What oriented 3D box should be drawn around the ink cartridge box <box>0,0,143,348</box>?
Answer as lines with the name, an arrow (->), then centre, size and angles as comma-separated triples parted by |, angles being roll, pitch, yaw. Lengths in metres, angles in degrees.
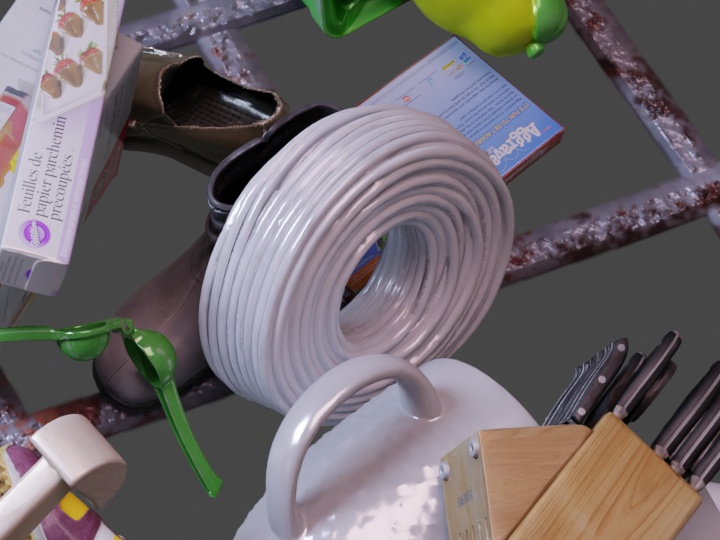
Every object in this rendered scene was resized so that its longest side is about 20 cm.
ink cartridge box -> -0.215, -0.042, 1.506 | 0.083, 0.145, 0.200 | 27, 56, 4

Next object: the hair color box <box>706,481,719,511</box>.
hair color box -> 0.275, 0.193, 1.499 | 0.200, 0.061, 0.099 | 10, 57, -5

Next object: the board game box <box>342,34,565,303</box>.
board game box -> 0.029, -0.067, 1.647 | 0.103, 0.019, 0.200 | 42, 59, 18

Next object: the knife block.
knife block -> 0.136, 0.134, 1.344 | 0.175, 0.064, 0.200 | -1, 72, -18

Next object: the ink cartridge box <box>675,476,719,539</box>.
ink cartridge box -> 0.153, 0.246, 1.389 | 0.200, 0.043, 0.196 | -32, 96, -23

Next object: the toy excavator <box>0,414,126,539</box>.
toy excavator -> -0.209, 0.179, 1.327 | 0.194, 0.200, 0.100 | -34, 70, -27

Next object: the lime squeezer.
lime squeezer -> -0.151, 0.056, 1.465 | 0.200, 0.071, 0.038 | 29, 7, -26

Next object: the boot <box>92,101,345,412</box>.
boot -> -0.086, -0.014, 1.512 | 0.070, 0.132, 0.200 | 38, 68, 15

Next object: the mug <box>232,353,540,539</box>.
mug -> 0.009, 0.135, 1.406 | 0.175, 0.200, 0.148 | -34, 39, -25

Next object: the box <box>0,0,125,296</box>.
box -> -0.167, -0.082, 1.432 | 0.039, 0.041, 0.200 | 14, 57, -10

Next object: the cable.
cable -> 0.000, 0.000, 1.490 | 0.069, 0.200, 0.200 | 34, 95, 36

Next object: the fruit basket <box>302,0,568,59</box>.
fruit basket -> 0.053, -0.233, 1.685 | 0.216, 0.156, 0.216 | -5, 38, 4

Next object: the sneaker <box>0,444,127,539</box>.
sneaker -> -0.138, 0.178, 1.427 | 0.090, 0.075, 0.200 | -19, 69, -31

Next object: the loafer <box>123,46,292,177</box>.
loafer -> -0.124, -0.113, 1.608 | 0.200, 0.070, 0.075 | 18, 55, 12
